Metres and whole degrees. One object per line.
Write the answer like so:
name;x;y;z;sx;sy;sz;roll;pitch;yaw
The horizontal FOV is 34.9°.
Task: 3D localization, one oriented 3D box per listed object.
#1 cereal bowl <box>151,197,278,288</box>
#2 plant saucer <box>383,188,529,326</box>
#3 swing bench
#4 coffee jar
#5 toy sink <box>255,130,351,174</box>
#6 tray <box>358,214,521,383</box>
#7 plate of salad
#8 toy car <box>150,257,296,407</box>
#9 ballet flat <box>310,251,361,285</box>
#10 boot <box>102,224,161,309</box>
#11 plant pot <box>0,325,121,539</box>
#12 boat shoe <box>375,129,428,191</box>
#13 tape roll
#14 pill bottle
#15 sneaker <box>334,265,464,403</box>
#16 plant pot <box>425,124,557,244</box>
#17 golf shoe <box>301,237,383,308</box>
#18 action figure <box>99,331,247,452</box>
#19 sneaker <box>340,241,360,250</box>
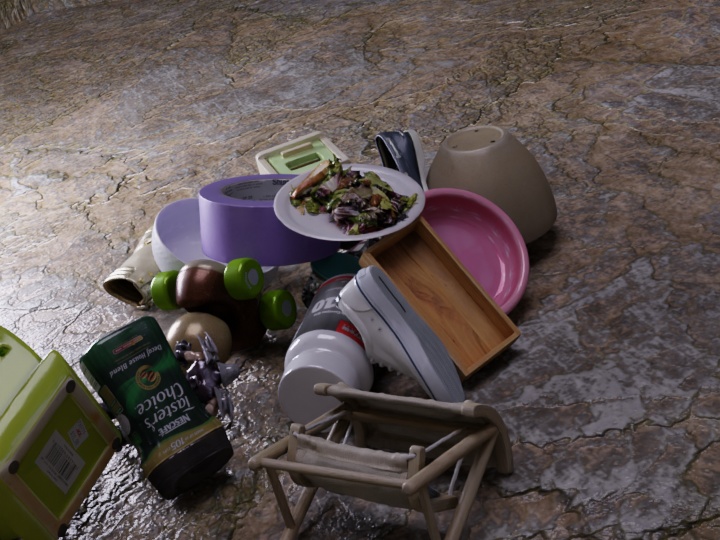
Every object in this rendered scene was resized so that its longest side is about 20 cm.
cereal bowl;-0.217;-0.020;1.703;0.198;0.084;0.201;13;34;-9
plant saucer;0.122;-0.010;1.507;0.198;0.051;0.203;6;62;-12
swing bench;0.027;0.199;1.193;0.197;0.131;0.200;3;32;32
coffee jar;-0.237;0.161;1.340;0.104;0.201;0.085;-29;-11;-30
toy sink;-0.096;-0.155;1.938;0.129;0.113;0.200;-20;27;-11
tray;0.098;0.035;1.429;0.098;0.037;0.200;-33;74;-26
plate of salad;-0.015;-0.099;1.483;0.197;0.049;0.201;-1;32;1
toy car;-0.202;0.102;1.529;0.163;0.158;0.202;-9;53;33
ballet flat;0.016;0.030;1.568;0.198;0.072;0.072;16;38;26
boot;-0.290;-0.002;1.797;0.198;0.073;0.156;9;40;25
plant pot;-0.404;0.195;1.317;0.180;0.201;0.200;11;54;29
boat shoe;0.065;-0.105;1.611;0.061;0.203;0.075;-5;-14;-21
tape roll;-0.126;-0.074;1.610;0.197;0.086;0.200;-2;17;1
pill bottle;-0.029;0.101;1.422;0.112;0.115;0.201;-5;29;18
sneaker;0.047;0.090;1.358;0.071;0.201;0.073;-36;-2;24
plant pot;0.174;-0.128;1.639;0.198;0.136;0.201;-11;28;6
golf shoe;0.000;0.000;1.662;0.199;0.077;0.088;-37;-7;-13
action figure;-0.230;0.156;1.427;0.198;0.069;0.131;-23;63;10
sneaker;0.021;-0.100;1.803;0.197;0.084;0.121;-3;33;6
